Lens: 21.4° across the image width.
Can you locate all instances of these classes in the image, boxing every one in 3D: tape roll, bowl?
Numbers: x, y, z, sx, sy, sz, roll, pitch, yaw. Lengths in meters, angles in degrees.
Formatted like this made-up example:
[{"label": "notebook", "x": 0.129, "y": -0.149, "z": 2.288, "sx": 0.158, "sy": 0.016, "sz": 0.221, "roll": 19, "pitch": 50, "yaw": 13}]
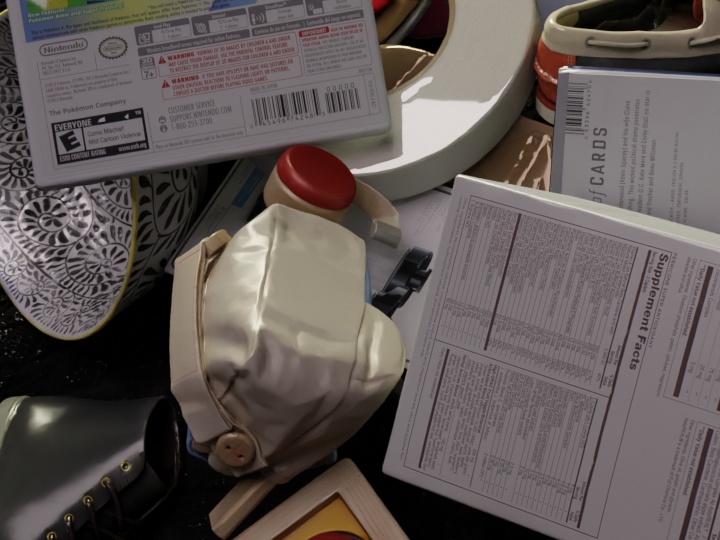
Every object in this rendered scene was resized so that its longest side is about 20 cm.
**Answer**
[{"label": "tape roll", "x": 0.006, "y": -0.136, "z": 1.108, "sx": 0.201, "sy": 0.037, "sz": 0.205, "roll": -6, "pitch": 64, "yaw": 12}, {"label": "bowl", "x": -0.155, "y": -0.065, "z": 1.163, "sx": 0.094, "sy": 0.202, "sz": 0.201, "roll": -13, "pitch": 39, "yaw": -38}]

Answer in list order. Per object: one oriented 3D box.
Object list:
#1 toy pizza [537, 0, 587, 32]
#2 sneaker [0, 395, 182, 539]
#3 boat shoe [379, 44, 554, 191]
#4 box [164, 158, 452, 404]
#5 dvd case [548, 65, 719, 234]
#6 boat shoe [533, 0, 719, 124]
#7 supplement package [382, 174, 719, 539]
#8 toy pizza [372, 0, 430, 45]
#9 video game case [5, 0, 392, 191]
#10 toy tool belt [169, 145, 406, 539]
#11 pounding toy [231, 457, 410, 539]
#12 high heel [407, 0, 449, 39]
[{"label": "toy pizza", "x": 0.148, "y": -0.234, "z": 1.169, "sx": 0.198, "sy": 0.032, "sz": 0.202, "roll": 0, "pitch": 95, "yaw": 2}, {"label": "sneaker", "x": -0.165, "y": 0.151, "z": 1.052, "sx": 0.105, "sy": 0.075, "sz": 0.201, "roll": -8, "pitch": 53, "yaw": 19}, {"label": "boat shoe", "x": 0.069, "y": -0.069, "z": 1.123, "sx": 0.199, "sy": 0.065, "sz": 0.072, "roll": 28, "pitch": 80, "yaw": 31}, {"label": "box", "x": 0.000, "y": 0.000, "z": 1.104, "sx": 0.199, "sy": 0.060, "sz": 0.117, "roll": 22, "pitch": 67, "yaw": 32}, {"label": "dvd case", "x": 0.197, "y": -0.027, "z": 1.009, "sx": 0.198, "sy": 0.025, "sz": 0.152, "roll": 6, "pitch": 95, "yaw": 20}, {"label": "boat shoe", "x": 0.184, "y": -0.143, "z": 1.098, "sx": 0.199, "sy": 0.063, "sz": 0.071, "roll": -22, "pitch": 42, "yaw": -24}, {"label": "supplement package", "x": 0.144, "y": 0.055, "z": 0.917, "sx": 0.199, "sy": 0.151, "sz": 0.152, "roll": 17, "pitch": 96, "yaw": 30}, {"label": "toy pizza", "x": -0.028, "y": -0.204, "z": 1.238, "sx": 0.199, "sy": 0.032, "sz": 0.202, "roll": -17, "pitch": 58, "yaw": 28}, {"label": "video game case", "x": -0.094, "y": -0.150, "z": 1.049, "sx": 0.198, "sy": 0.022, "sz": 0.184, "roll": -10, "pitch": 88, "yaw": -1}, {"label": "toy tool belt", "x": -0.048, "y": 0.035, "z": 0.993, "sx": 0.124, "sy": 0.123, "sz": 0.201, "roll": 21, "pitch": 33, "yaw": -15}, {"label": "pounding toy", "x": -0.001, "y": 0.205, "z": 0.907, "sx": 0.183, "sy": 0.143, "sz": 0.200, "roll": -35, "pitch": 51, "yaw": -5}, {"label": "high heel", "x": 0.094, "y": -0.231, "z": 1.206, "sx": 0.199, "sy": 0.096, "sz": 0.067, "roll": -35, "pitch": 51, "yaw": -5}]
